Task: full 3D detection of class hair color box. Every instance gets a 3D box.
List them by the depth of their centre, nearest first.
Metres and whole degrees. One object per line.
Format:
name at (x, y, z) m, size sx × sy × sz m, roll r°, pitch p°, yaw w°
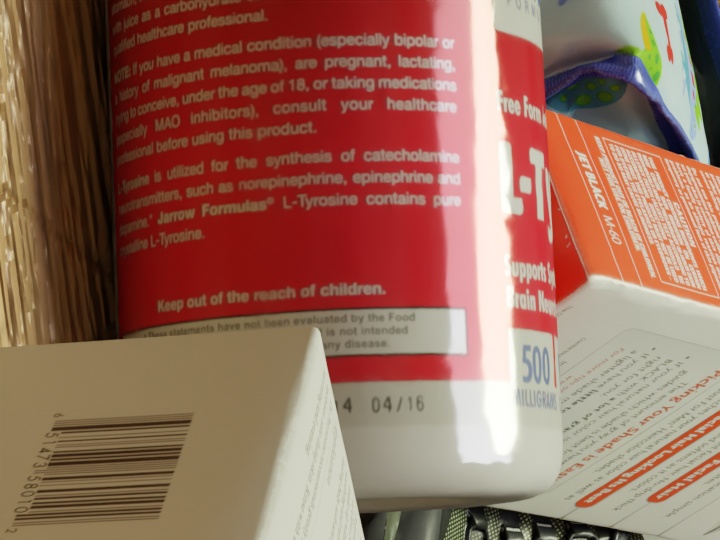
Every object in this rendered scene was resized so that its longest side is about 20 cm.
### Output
hair color box at (0.082, 0.023, 0.829) m, size 0.200 × 0.111 × 0.064 m, roll 16°, pitch 46°, yaw -45°

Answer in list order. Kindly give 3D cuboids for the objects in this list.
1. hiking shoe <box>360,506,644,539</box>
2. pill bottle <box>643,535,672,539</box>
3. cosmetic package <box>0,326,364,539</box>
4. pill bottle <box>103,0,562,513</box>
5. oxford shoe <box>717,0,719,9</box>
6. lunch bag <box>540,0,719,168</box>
hiking shoe at (0.046, 0.084, 0.877) m, size 0.076 × 0.101 × 0.200 m, roll -64°, pitch 174°, yaw 25°
pill bottle at (0.089, 0.163, 1.036) m, size 0.200 × 0.112 × 0.112 m, roll 81°, pitch 11°, yaw -51°
cosmetic package at (-0.035, 0.124, 0.594) m, size 0.108 × 0.085 × 0.200 m, roll -75°, pitch 158°, yaw -59°
pill bottle at (-0.009, -0.040, 0.703) m, size 0.112 × 0.112 × 0.200 m, roll 25°, pitch 62°, yaw -76°
oxford shoe at (0.131, -0.143, 0.991) m, size 0.073 × 0.071 × 0.200 m, roll -65°, pitch -157°, yaw 15°
lunch bag at (0.053, -0.073, 0.891) m, size 0.200 × 0.127 × 0.170 m, roll 55°, pitch 22°, yaw -60°
